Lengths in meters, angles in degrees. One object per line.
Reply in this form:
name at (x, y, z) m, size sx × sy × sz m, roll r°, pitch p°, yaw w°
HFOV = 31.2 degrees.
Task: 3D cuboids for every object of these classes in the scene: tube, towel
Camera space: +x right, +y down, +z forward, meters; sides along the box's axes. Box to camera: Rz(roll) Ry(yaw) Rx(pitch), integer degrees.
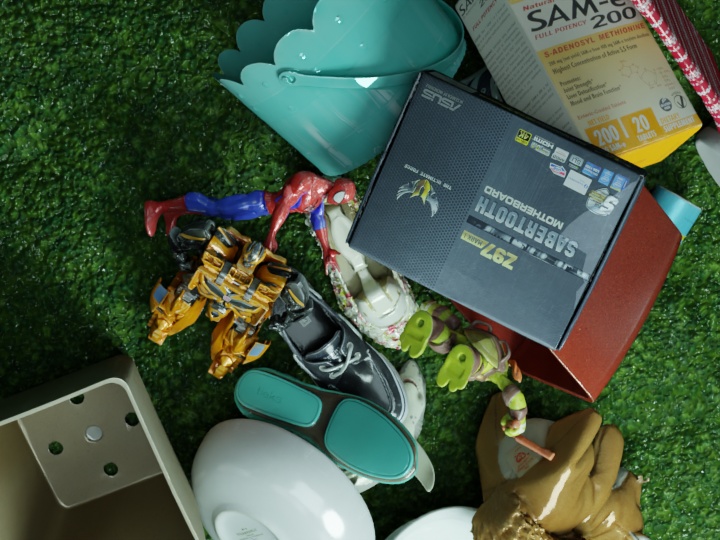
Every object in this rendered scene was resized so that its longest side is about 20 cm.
tube at (0.269, 0.013, 1.295) m, size 0.077 × 0.050 × 0.201 m, roll 18°, pitch 105°, yaw -45°
towel at (0.281, -0.218, 1.169) m, size 0.022 × 0.145 × 0.200 m, roll -31°, pitch 125°, yaw 23°

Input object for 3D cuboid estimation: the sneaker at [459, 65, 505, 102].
sneaker at (0.116, -0.144, 1.203) m, size 0.200 × 0.109 × 0.070 m, roll -37°, pitch 107°, yaw 2°

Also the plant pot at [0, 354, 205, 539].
plant pot at (-0.263, 0.188, 1.206) m, size 0.199 × 0.177 × 0.201 m, roll -21°, pitch 106°, yaw 3°

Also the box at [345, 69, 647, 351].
box at (0.108, -0.050, 1.041) m, size 0.199 × 0.051 × 0.158 m, roll 28°, pitch 106°, yaw 10°

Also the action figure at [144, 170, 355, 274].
action figure at (-0.094, -0.035, 1.189) m, size 0.199 × 0.065 × 0.100 m, roll -12°, pitch 83°, yaw 18°

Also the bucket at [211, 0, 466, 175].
bucket at (-0.014, -0.193, 1.133) m, size 0.207 × 0.207 × 0.135 m, roll -44°, pitch 111°, yaw 5°

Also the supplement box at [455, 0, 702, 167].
supplement box at (0.187, -0.179, 1.114) m, size 0.126 × 0.074 × 0.201 m, roll -21°, pitch 77°, yaw -27°

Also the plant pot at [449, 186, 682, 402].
plant pot at (0.177, -0.023, 1.210) m, size 0.176 × 0.200 × 0.200 m, roll -44°, pitch 106°, yaw -8°

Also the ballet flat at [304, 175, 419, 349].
ballet flat at (0.000, 0.000, 1.252) m, size 0.075 × 0.064 × 0.201 m, roll -31°, pitch 107°, yaw 1°

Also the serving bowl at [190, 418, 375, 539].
serving bowl at (-0.087, 0.240, 1.243) m, size 0.199 × 0.066 × 0.201 m, roll 20°, pitch 135°, yaw 21°

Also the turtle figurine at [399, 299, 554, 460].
turtle figurine at (0.111, 0.088, 1.207) m, size 0.064 × 0.161 × 0.200 m, roll -41°, pitch 66°, yaw 15°

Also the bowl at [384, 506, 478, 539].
bowl at (0.076, 0.336, 1.322) m, size 0.200 × 0.090 × 0.202 m, roll 0°, pitch 91°, yaw -24°

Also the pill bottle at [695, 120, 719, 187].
pill bottle at (0.434, -0.147, 1.241) m, size 0.200 × 0.113 × 0.113 m, roll -38°, pitch 106°, yaw 4°

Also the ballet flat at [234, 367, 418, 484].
ballet flat at (-0.026, 0.147, 1.231) m, size 0.199 × 0.070 × 0.068 m, roll 22°, pitch 80°, yaw 20°

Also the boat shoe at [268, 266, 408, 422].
boat shoe at (-0.028, 0.076, 1.242) m, size 0.072 × 0.068 × 0.200 m, roll -38°, pitch 91°, yaw 0°

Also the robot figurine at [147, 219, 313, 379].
robot figurine at (-0.126, 0.028, 1.181) m, size 0.145 × 0.200 × 0.058 m, roll 30°, pitch 59°, yaw -7°

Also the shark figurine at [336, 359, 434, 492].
shark figurine at (-0.010, 0.198, 1.300) m, size 0.214 × 0.090 × 0.129 m, roll -27°, pitch 73°, yaw -7°

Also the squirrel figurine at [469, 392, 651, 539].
squirrel figurine at (0.206, 0.247, 1.295) m, size 0.187 × 0.141 × 0.201 m, roll 42°, pitch 61°, yaw -33°
